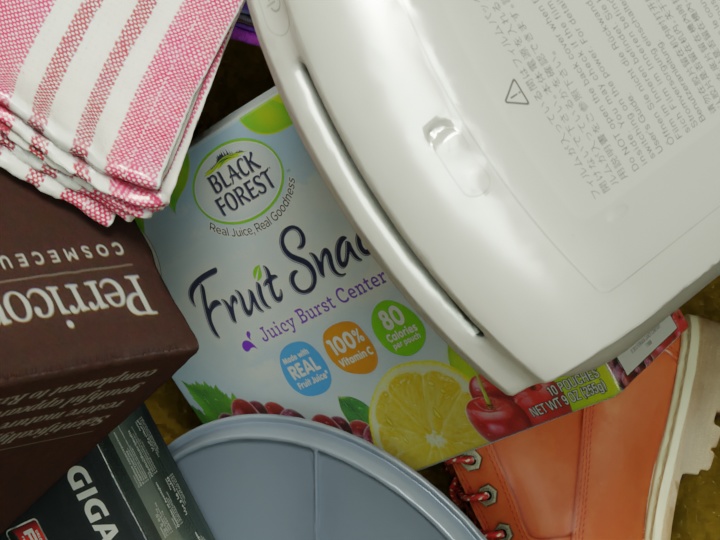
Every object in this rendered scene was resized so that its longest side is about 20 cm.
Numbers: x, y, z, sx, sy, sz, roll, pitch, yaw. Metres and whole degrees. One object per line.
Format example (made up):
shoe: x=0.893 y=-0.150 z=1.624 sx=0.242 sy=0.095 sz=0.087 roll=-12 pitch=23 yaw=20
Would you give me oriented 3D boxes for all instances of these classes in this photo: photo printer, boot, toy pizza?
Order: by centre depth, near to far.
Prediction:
photo printer: x=0.065 y=-0.068 z=0.660 sx=0.200 sy=0.069 sz=0.167 roll=-35 pitch=95 yaw=-36
toy pizza: x=-0.008 y=0.142 z=0.802 sx=0.200 sy=0.032 sz=0.201 roll=15 pitch=119 yaw=30
boot: x=0.069 y=0.103 z=0.822 sx=0.107 sy=0.075 sz=0.201 roll=16 pitch=72 yaw=-3

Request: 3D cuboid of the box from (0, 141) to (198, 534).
box: x=-0.192 y=-0.009 z=0.687 sx=0.164 sy=0.166 sz=0.200 roll=-41 pitch=70 yaw=36

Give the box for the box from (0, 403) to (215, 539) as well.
box: x=-0.110 y=0.163 z=0.805 sx=0.159 sy=0.046 sz=0.200 roll=-24 pitch=95 yaw=23

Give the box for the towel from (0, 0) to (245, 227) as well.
towel: x=-0.123 y=-0.118 z=0.667 sx=0.200 sy=0.030 sz=0.147 roll=33 pitch=51 yaw=-19

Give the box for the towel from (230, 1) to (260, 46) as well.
towel: x=-0.027 y=-0.148 z=0.778 sx=0.199 sy=0.023 sz=0.144 roll=10 pitch=71 yaw=-29

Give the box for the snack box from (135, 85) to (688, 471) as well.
snack box: x=0.000 y=0.000 z=0.765 sx=0.053 sy=0.200 sz=0.142 roll=-36 pitch=96 yaw=-42
